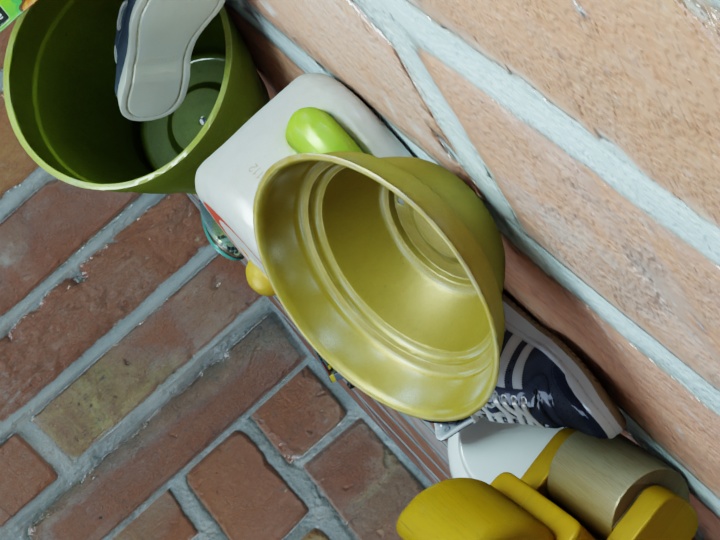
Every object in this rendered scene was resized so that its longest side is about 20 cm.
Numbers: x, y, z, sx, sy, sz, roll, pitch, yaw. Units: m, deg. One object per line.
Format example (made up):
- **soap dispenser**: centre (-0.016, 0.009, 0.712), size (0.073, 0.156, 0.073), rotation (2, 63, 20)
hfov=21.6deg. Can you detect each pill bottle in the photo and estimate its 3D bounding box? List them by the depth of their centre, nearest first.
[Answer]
- **pill bottle**: centre (0.127, 0.147, 1.502), size (0.117, 0.116, 0.200), rotation (48, 174, 13)

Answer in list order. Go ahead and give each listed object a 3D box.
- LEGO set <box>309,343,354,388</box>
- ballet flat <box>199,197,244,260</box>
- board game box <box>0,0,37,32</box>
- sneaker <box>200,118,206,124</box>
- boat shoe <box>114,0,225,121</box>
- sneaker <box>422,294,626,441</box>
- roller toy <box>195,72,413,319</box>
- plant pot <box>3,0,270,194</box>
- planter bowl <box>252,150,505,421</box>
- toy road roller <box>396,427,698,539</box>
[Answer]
- **LEGO set**: centre (0.000, 0.000, 1.723), size (0.202, 0.115, 0.154), rotation (65, -160, -15)
- **ballet flat**: centre (-0.103, -0.078, 1.703), size (0.074, 0.074, 0.200), rotation (51, -166, -22)
- **board game box**: centre (-0.274, -0.287, 1.304), size (0.200, 0.200, 0.200), rotation (51, 174, -18)
- **sneaker**: centre (-0.169, -0.202, 1.716), size (0.200, 0.078, 0.086), rotation (51, 171, -16)
- **boat shoe**: centre (-0.144, -0.192, 1.391), size (0.201, 0.074, 0.062), rotation (111, 143, -55)
- **sneaker**: centre (0.100, 0.089, 1.345), size (0.070, 0.108, 0.200), rotation (52, 174, -37)
- **roller toy**: centre (-0.024, -0.032, 1.355), size (0.200, 0.140, 0.182), rotation (51, 175, -26)
- **plant pot**: centre (-0.166, -0.146, 1.578), size (0.201, 0.200, 0.193), rotation (47, -174, 19)
- **planter bowl**: centre (0.031, -0.009, 1.203), size (0.199, 0.083, 0.202), rotation (30, 142, 26)
- **toy road roller**: centre (0.117, 0.182, 1.292), size (0.146, 0.200, 0.123), rotation (45, 172, -36)
